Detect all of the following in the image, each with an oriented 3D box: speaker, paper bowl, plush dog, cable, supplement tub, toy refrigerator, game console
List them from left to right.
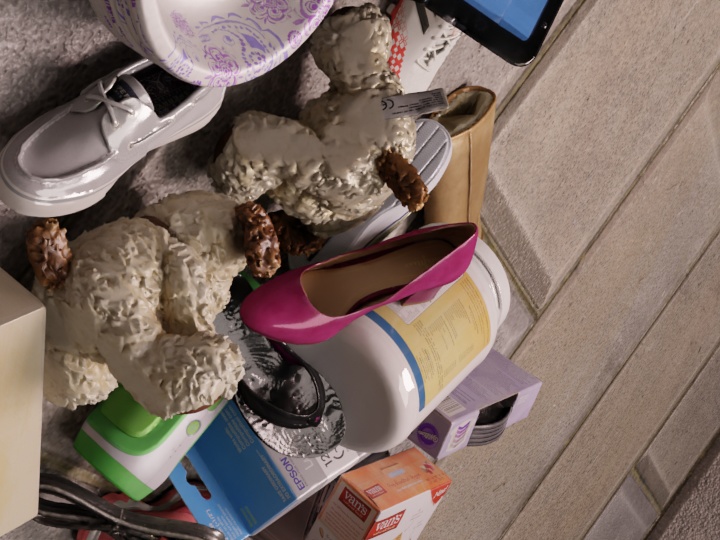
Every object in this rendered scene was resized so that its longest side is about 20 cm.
[{"bbox_3d":[-0.276,0.098,0.917,0.070,0.076,0.202,-26,140,-42],"label":"toy refrigerator"},{"bbox_3d":[-0.193,0.226,1.080,0.097,0.051,0.199,-34,126,30],"label":"cable"},{"bbox_3d":[-0.152,0.001,0.946,0.172,0.199,0.162,-41,118,-41],"label":"plush dog"},{"bbox_3d":[-0.150,0.093,1.090,0.200,0.088,0.089,-50,151,-11],"label":"speaker"},{"bbox_3d":[-0.097,-0.229,0.830,0.200,0.104,0.202,-37,146,-30],"label":"paper bowl"},{"bbox_3d":[-0.011,-0.092,1.069,0.200,0.160,0.172,-51,174,-11],"label":"plush dog"},{"bbox_3d":[0.035,0.055,1.173,0.200,0.144,0.146,-39,148,-43],"label":"supplement tub"},{"bbox_3d":[0.115,-0.292,0.995,0.202,0.115,0.176,-64,164,-9],"label":"game console"}]

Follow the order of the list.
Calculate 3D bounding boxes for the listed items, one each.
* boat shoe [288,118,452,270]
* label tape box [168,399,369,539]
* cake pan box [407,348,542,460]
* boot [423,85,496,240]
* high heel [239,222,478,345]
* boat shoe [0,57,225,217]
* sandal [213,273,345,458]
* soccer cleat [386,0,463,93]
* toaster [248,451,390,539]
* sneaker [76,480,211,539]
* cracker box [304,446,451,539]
[{"bbox_3d":[0.007,-0.061,1.215,0.200,0.072,0.062,-44,168,-7],"label":"boat shoe"},{"bbox_3d":[-0.084,0.144,1.179,0.199,0.144,0.066,-27,169,-43],"label":"label tape box"},{"bbox_3d":[0.066,0.102,1.318,0.183,0.199,0.053,-17,133,-52],"label":"cake pan box"},{"bbox_3d":[0.074,-0.063,1.310,0.175,0.066,0.201,-51,154,-36],"label":"boot"},{"bbox_3d":[0.000,0.000,1.033,0.198,0.068,0.096,-16,155,-34],"label":"high heel"},{"bbox_3d":[-0.160,-0.104,0.874,0.199,0.072,0.069,-31,163,-38],"label":"boat shoe"},{"bbox_3d":[-0.075,0.086,1.053,0.075,0.048,0.201,-45,119,-15],"label":"sandal"},{"bbox_3d":[0.072,-0.223,1.114,0.068,0.085,0.202,-18,133,-49],"label":"soccer cleat"},{"bbox_3d":[-0.051,0.209,1.319,0.113,0.129,0.202,-19,134,-49],"label":"toaster"},{"bbox_3d":[-0.177,0.257,1.218,0.199,0.087,0.074,6,116,-59],"label":"sneaker"},{"bbox_3d":[-0.006,0.275,1.252,0.133,0.058,0.201,-9,131,-56],"label":"cracker box"}]
